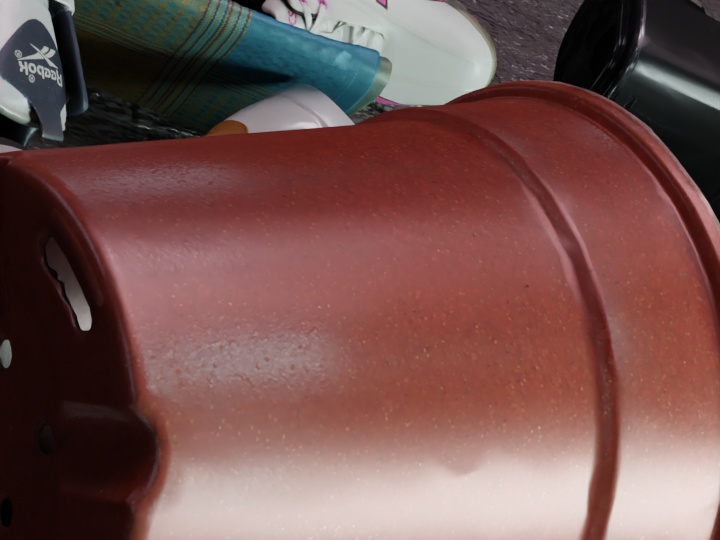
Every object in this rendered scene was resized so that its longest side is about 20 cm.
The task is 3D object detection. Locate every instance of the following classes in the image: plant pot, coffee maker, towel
[{"bbox_3d":[-0.025,0.041,0.646,0.195,0.201,0.201,-1,32,-38],"label":"plant pot"},{"bbox_3d":[0.227,-0.088,1.371,0.200,0.135,0.192,21,21,-15],"label":"coffee maker"},{"bbox_3d":[-0.098,-0.109,1.049,0.200,0.022,0.147,21,-18,-16],"label":"towel"}]

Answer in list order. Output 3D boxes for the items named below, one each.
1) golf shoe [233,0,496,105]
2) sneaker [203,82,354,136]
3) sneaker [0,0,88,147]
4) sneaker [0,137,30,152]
[{"bbox_3d":[-0.022,-0.136,1.273,0.200,0.073,0.092,19,24,8],"label":"golf shoe"},{"bbox_3d":[0.000,0.000,0.975,0.085,0.073,0.200,-27,54,-37],"label":"sneaker"},{"bbox_3d":[-0.136,-0.118,0.891,0.079,0.199,0.130,12,35,-53],"label":"sneaker"},{"bbox_3d":[-0.094,0.016,0.767,0.200,0.076,0.115,8,25,-49],"label":"sneaker"}]
